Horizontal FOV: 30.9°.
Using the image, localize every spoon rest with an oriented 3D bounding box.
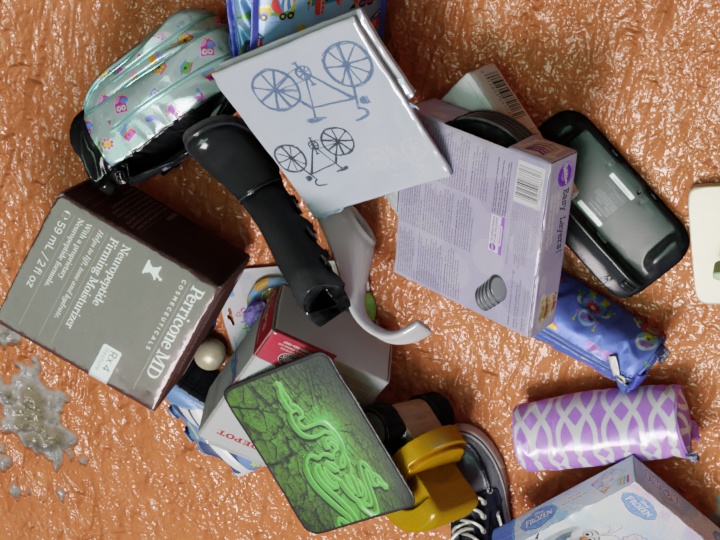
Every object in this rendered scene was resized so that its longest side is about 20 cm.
[{"bbox_3d":[0.000,0.000,1.392,0.061,0.099,0.200,-36,62,9],"label":"spoon rest"}]

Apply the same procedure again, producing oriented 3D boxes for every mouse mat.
[{"bbox_3d":[-0.047,0.190,1.408,0.161,0.008,0.200,-24,103,35],"label":"mouse mat"}]

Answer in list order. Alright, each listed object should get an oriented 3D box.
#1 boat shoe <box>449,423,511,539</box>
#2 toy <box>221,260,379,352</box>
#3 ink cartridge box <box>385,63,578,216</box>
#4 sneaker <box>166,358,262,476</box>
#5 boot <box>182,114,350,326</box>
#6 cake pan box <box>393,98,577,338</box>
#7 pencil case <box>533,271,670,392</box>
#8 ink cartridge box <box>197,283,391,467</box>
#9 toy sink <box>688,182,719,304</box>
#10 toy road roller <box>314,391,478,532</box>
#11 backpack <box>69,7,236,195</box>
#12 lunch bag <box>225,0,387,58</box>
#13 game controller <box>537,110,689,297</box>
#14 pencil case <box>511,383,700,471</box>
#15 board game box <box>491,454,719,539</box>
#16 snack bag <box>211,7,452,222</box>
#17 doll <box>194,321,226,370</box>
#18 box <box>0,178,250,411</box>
[{"bbox_3d":[0.131,0.281,1.491,0.074,0.093,0.201,-12,107,25],"label":"boat shoe"},{"bbox_3d":[-0.080,0.053,1.503,0.199,0.047,0.116,-6,108,23],"label":"toy"},{"bbox_3d":[0.114,-0.092,1.355,0.160,0.047,0.200,57,140,9],"label":"ink cartridge box"},{"bbox_3d":[-0.190,0.175,1.583,0.200,0.074,0.082,41,122,2],"label":"sneaker"},{"bbox_3d":[-0.093,-0.049,1.328,0.066,0.165,0.201,-32,66,15],"label":"boot"},{"bbox_3d":[0.118,-0.057,1.293,0.184,0.052,0.201,24,125,35],"label":"cake pan box"},{"bbox_3d":[0.223,0.054,1.367,0.200,0.087,0.078,31,129,8],"label":"pencil case"},{"bbox_3d":[-0.076,0.130,1.475,0.145,0.083,0.200,25,129,-16],"label":"ink cartridge box"},{"bbox_3d":[0.414,-0.012,1.250,0.199,0.112,0.131,-1,110,21],"label":"toy sink"},{"bbox_3d":[0.040,0.241,1.463,0.200,0.123,0.146,-51,61,33],"label":"toy road roller"},{"bbox_3d":[-0.206,-0.185,1.396,0.200,0.167,0.127,-35,97,21],"label":"backpack"},{"bbox_3d":[-0.052,-0.252,1.309,0.094,0.150,0.201,44,141,51],"label":"lunch bag"},{"bbox_3d":[0.244,-0.067,1.341,0.104,0.042,0.200,-42,93,15],"label":"game controller"},{"bbox_3d":[0.263,0.171,1.407,0.199,0.085,0.084,-7,72,24],"label":"pencil case"},{"bbox_3d":[0.284,0.310,1.433,0.200,0.043,0.199,40,125,-23],"label":"board game box"},{"bbox_3d":[-0.022,-0.146,1.275,0.188,0.021,0.200,-15,123,36],"label":"snack bag"},{"bbox_3d":[-0.220,0.032,1.548,0.136,0.048,0.200,-26,100,23],"label":"doll"},{"bbox_3d":[-0.257,0.017,1.438,0.200,0.164,0.166,30,104,-1],"label":"box"}]
